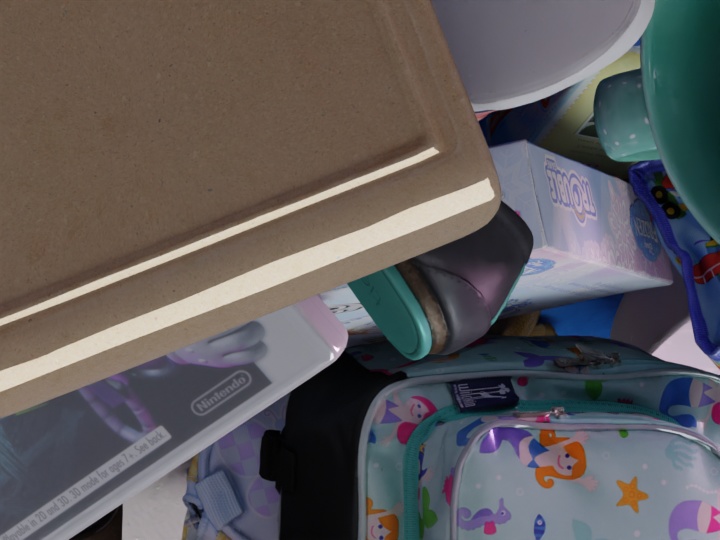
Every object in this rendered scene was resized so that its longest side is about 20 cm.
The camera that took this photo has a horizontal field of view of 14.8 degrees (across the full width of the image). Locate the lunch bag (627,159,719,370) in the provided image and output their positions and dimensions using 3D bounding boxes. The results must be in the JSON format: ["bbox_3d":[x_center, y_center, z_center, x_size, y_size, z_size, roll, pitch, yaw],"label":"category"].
[{"bbox_3d":[0.230,-0.021,1.083,0.200,0.094,0.151,-28,148,14],"label":"lunch bag"}]

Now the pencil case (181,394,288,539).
[{"bbox_3d":[-0.036,0.104,1.234,0.091,0.083,0.200,-39,173,-11],"label":"pencil case"}]

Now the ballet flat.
[{"bbox_3d":[-0.016,-0.063,0.896,0.073,0.200,0.073,-39,174,-5],"label":"ballet flat"}]

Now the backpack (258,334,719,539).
[{"bbox_3d":[0.076,0.113,1.105,0.200,0.178,0.150,-3,-171,-31],"label":"backpack"}]

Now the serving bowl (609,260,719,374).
[{"bbox_3d":[0.202,0.005,1.289,0.200,0.066,0.200,-16,154,-8],"label":"serving bowl"}]

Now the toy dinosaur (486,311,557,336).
[{"bbox_3d":[0.061,0.017,1.243,0.101,0.058,0.200,-32,164,-12],"label":"toy dinosaur"}]

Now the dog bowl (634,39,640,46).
[{"bbox_3d":[0.136,-0.156,0.958,0.111,0.050,0.200,8,142,-44],"label":"dog bowl"}]

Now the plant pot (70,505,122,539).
[{"bbox_3d":[-0.182,0.152,1.193,0.187,0.187,0.200,0,132,-36],"label":"plant pot"}]

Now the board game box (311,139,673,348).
[{"bbox_3d":[0.000,0.000,1.053,0.199,0.043,0.200,-11,172,17],"label":"board game box"}]

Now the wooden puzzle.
[{"bbox_3d":[-0.075,-0.075,0.838,0.185,0.200,0.037,-21,-172,1],"label":"wooden puzzle"}]

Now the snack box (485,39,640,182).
[{"bbox_3d":[0.164,-0.062,1.105,0.200,0.037,0.116,7,151,-20],"label":"snack box"}]

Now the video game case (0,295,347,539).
[{"bbox_3d":[-0.136,0.010,0.967,0.200,0.182,0.023,-34,-165,25],"label":"video game case"}]

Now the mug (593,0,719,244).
[{"bbox_3d":[0.177,-0.079,0.932,0.114,0.185,0.152,-6,118,-38],"label":"mug"}]

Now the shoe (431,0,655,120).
[{"bbox_3d":[0.015,-0.074,0.972,0.200,0.072,0.091,-14,168,20],"label":"shoe"}]
